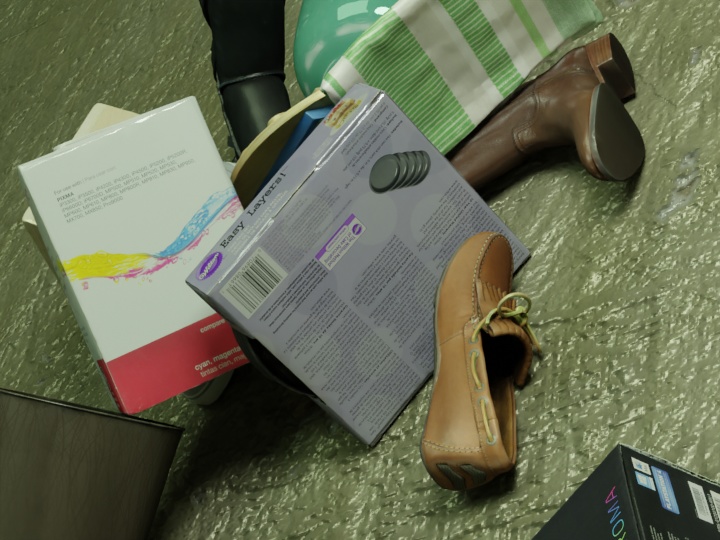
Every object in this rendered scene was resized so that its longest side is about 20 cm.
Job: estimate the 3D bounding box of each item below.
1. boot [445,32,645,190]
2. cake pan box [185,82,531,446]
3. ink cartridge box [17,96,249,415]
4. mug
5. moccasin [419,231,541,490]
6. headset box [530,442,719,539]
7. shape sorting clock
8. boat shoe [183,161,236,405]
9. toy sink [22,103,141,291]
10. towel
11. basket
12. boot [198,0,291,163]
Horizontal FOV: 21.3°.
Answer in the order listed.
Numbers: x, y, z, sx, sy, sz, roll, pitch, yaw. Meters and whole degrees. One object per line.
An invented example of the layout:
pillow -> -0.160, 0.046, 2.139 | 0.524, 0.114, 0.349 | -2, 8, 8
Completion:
boot -> 0.111, -0.083, 1.437 | 0.200, 0.064, 0.187 | -26, 23, 23
cake pan box -> 0.000, 0.000, 1.362 | 0.200, 0.184, 0.052 | -51, 28, -7
ink cartridge box -> -0.156, -0.011, 1.446 | 0.144, 0.200, 0.145 | -24, 2, -9
mug -> 0.031, -0.188, 1.561 | 0.185, 0.152, 0.115 | -36, 30, 39
moccasin -> 0.088, 0.054, 1.303 | 0.078, 0.074, 0.202 | -15, 39, 26
headset box -> 0.126, 0.225, 0.998 | 0.200, 0.093, 0.174 | -53, 26, 31
shape sorting clock -> -0.012, -0.105, 1.476 | 0.200, 0.200, 0.039 | -33, 69, 19
boat shoe -> -0.135, 0.006, 1.559 | 0.070, 0.071, 0.201 | -3, 77, 51
toy sink -> -0.184, -0.024, 1.649 | 0.112, 0.200, 0.131 | 18, 62, 23
towel -> 0.075, -0.162, 1.397 | 0.200, 0.153, 0.023 | -40, 51, 3
basket -> -0.223, 0.197, 1.400 | 0.136, 0.180, 0.201 | 10, 85, 27
boot -> -0.084, -0.149, 1.604 | 0.073, 0.198, 0.163 | -11, 63, -10
